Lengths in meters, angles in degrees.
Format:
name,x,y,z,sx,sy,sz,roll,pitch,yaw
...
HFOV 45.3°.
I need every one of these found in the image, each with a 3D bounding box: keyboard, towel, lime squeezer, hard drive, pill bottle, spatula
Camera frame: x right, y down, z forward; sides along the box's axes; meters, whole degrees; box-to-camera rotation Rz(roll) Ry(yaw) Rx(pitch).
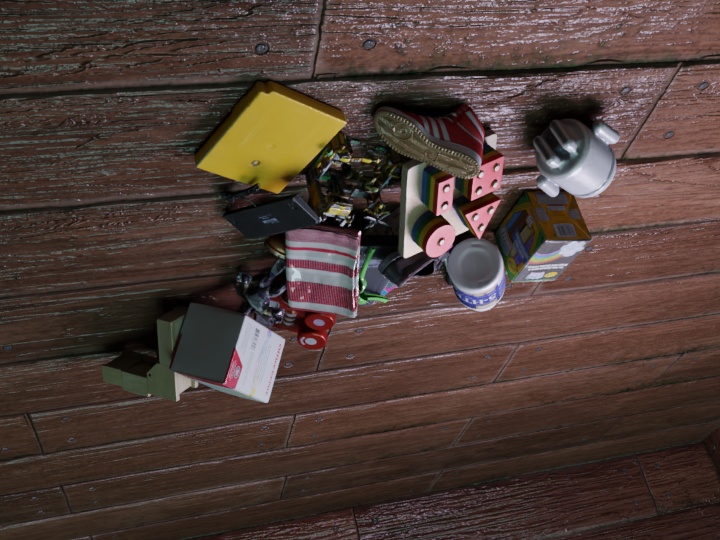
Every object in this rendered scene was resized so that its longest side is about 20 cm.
name,x,y,z,sx,sy,sz,roll,pitch,yaw
keyboard,-0.170,-0.108,1.497,0.197,0.021,0.127,-9,140,43
towel,-0.072,0.002,1.607,0.140,0.023,0.203,8,128,7
lime squeezer,0.012,0.029,1.656,0.069,0.038,0.201,-18,148,-1
hard drive,0.000,0.000,1.683,0.132,0.043,0.201,-2,145,-25
pill bottle,0.256,0.018,1.878,0.117,0.122,0.200,-18,159,6
spatula,0.193,-0.010,1.909,0.055,0.021,0.201,-21,151,0

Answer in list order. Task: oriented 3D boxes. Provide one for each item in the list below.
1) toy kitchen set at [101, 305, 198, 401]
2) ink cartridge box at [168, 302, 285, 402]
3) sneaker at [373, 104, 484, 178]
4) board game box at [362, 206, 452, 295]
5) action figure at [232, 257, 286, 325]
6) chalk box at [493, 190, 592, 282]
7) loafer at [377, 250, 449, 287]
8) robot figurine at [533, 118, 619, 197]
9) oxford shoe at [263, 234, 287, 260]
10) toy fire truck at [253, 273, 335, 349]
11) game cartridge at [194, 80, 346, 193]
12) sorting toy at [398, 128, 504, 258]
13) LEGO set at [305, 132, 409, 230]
name,x,y,z,sx,sy,sz,roll,pitch,yaw
toy kitchen set,-0.431,0.150,1.856,0.196,0.185,0.163,10,-158,23
ink cartridge box,-0.272,0.175,1.802,0.142,0.149,0.200,9,164,24
sneaker,0.120,-0.242,1.451,0.197,0.114,0.071,26,143,-8
board game box,0.067,-0.039,1.758,0.199,0.065,0.146,-35,144,31
action figure,-0.184,0.035,1.723,0.130,0.070,0.200,40,123,-13
chalk box,0.368,-0.058,1.808,0.122,0.126,0.201,-2,149,-24
loafer,0.112,-0.006,1.652,0.198,0.063,0.072,-14,149,-49
robot figurine,0.395,-0.203,1.582,0.169,0.115,0.198,-41,143,27
oxford shoe,-0.094,-0.059,1.661,0.196,0.072,0.072,1,127,-35
toy fire truck,-0.137,0.071,1.820,0.164,0.114,0.201,12,144,-8
game cartridge,-0.146,-0.214,1.399,0.174,0.033,0.199,15,136,-41
sorting toy,0.169,-0.122,1.543,0.197,0.070,0.202,-24,137,-25
LEGO set,0.001,-0.141,1.496,0.197,0.118,0.153,13,141,-41
